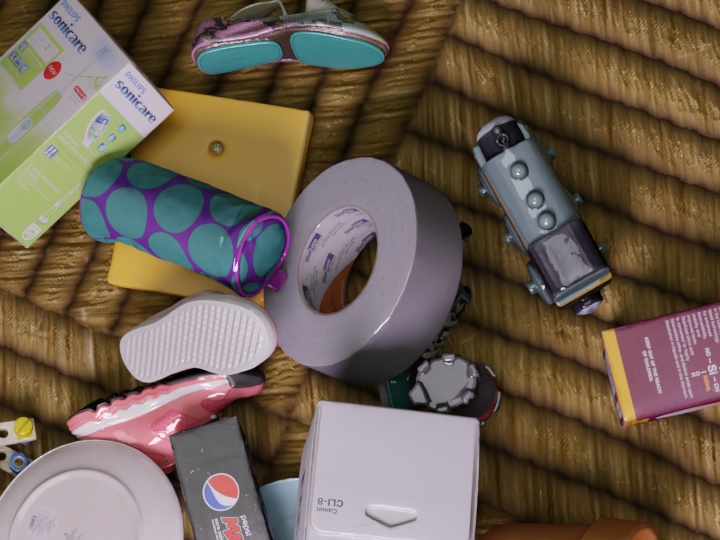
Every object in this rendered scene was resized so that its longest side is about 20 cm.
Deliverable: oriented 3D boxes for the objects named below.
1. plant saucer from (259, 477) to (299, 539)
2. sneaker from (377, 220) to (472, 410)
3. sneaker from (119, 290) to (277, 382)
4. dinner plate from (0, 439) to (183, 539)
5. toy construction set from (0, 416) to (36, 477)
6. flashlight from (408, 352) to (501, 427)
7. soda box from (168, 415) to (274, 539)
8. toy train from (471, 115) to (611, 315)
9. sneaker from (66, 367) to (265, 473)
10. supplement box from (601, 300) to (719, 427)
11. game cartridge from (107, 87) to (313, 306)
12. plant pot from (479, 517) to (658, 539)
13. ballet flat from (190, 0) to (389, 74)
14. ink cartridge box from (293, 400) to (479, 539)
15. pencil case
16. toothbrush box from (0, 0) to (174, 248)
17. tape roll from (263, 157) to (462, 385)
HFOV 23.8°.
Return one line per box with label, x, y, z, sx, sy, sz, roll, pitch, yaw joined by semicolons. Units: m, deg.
plant saucer;-0.053;0.298;1.607;0.199;0.039;0.203;-1;81;8
sneaker;0.062;0.042;1.611;0.079;0.071;0.202;5;81;13
sneaker;-0.129;0.051;1.592;0.199;0.104;0.076;-14;100;45
dinner plate;-0.259;0.250;1.569;0.198;0.024;0.202;-6;64;13
toy construction set;-0.420;0.186;1.643;0.198;0.092;0.132;10;66;10
flashlight;0.090;0.106;1.533;0.067;0.200;0.068;18;83;9
soda box;-0.117;0.240;1.567;0.070;0.063;0.202;-15;82;-4
toy train;0.169;-0.053;1.588;0.085;0.114;0.201;-27;79;3
sneaker;-0.178;0.147;1.642;0.198;0.074;0.088;-17;94;8
supplement box;0.324;0.077;1.549;0.198;0.110;0.087;-14;81;6
game cartridge;-0.148;-0.071;1.681;0.174;0.032;0.202;10;86;9
plant pot;0.169;0.307;1.506;0.139;0.200;0.202;11;83;25
ballet flat;-0.070;-0.237;1.680;0.198;0.069;0.072;-3;62;8
ink cartridge box;0.018;0.211;1.488;0.144;0.200;0.146;6;72;-4
pencil case;-0.165;-0.042;1.600;0.199;0.093;0.085;21;60;29
toothbrush box;-0.303;-0.147;1.657;0.200;0.086;0.146;-42;49;0
tape roll;0.000;0.000;1.575;0.199;0.066;0.202;-23;56;39
